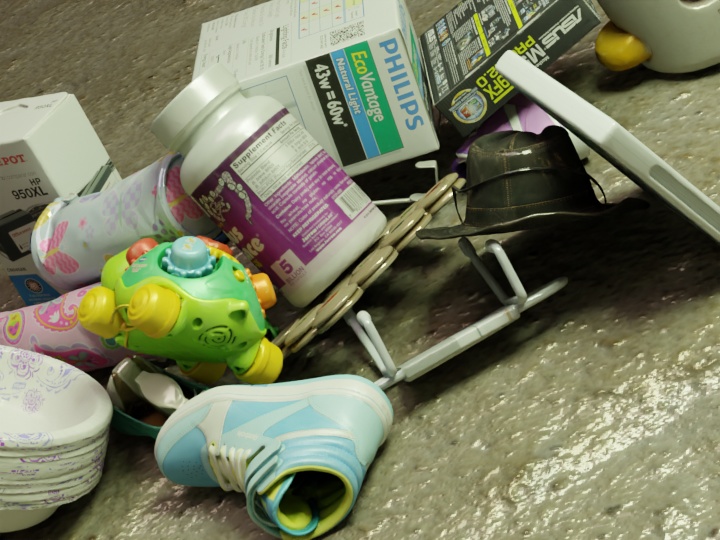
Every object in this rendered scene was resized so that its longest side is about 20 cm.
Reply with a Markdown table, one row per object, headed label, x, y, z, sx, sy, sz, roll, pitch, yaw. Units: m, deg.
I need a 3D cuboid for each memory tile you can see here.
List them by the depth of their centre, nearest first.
| label | x | y | z | sx | sy | sz | roll | pitch | yaw |
| --- | --- | --- | --- | --- | --- | --- | --- | --- | --- |
| memory tile | 0.000 | 0.000 | 1.407 | 0.200 | 0.017 | 0.153 | -47 | 5 | -33 |

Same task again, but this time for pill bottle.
| label | x | y | z | sx | sy | sz | roll | pitch | yaw |
| --- | --- | --- | --- | --- | --- | --- | --- | --- | --- |
| pill bottle | -0.081 | -0.075 | 1.416 | 0.112 | 0.200 | 0.112 | -43 | 2 | 2 |

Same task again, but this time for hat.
| label | x | y | z | sx | sy | sz | roll | pitch | yaw |
| --- | --- | --- | --- | --- | --- | --- | --- | --- | --- |
| hat | 0.130 | -0.073 | 1.325 | 0.199 | 0.081 | 0.201 | -10 | 1 | 0 |

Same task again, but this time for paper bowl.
| label | x | y | z | sx | sy | sz | roll | pitch | yaw |
| --- | --- | --- | --- | --- | --- | --- | --- | --- | --- |
| paper bowl | -0.307 | 0.141 | 1.367 | 0.199 | 0.105 | 0.201 | 12 | 15 | -3 |

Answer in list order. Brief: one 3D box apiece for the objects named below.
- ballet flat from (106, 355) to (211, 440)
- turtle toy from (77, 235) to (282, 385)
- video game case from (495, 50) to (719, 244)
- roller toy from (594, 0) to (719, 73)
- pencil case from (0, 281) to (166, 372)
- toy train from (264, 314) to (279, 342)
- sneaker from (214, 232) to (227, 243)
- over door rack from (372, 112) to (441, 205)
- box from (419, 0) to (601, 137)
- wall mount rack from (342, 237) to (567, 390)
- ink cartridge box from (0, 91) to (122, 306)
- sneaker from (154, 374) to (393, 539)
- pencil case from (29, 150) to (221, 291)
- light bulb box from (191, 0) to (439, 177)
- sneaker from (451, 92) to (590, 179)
| label | x | y | z | sx | sy | sz | roll | pitch | yaw |
| --- | --- | --- | --- | --- | --- | --- | --- | --- | --- |
| ballet flat | -0.170 | 0.105 | 1.396 | 0.067 | 0.071 | 0.200 | -41 | 30 | -23 |
| turtle toy | -0.150 | 0.024 | 1.375 | 0.199 | 0.145 | 0.102 | -1 | 66 | 50 |
| video game case | 0.204 | -0.085 | 1.271 | 0.023 | 0.181 | 0.200 | -51 | 27 | 7 |
| roller toy | 0.307 | -0.275 | 1.533 | 0.182 | 0.140 | 0.200 | -8 | 41 | 46 |
| pencil case | -0.248 | 0.057 | 1.535 | 0.199 | 0.088 | 0.088 | -15 | 30 | 21 |
| toy train | -0.123 | 0.022 | 1.508 | 0.042 | 0.057 | 0.200 | -32 | 28 | -8 |
| sneaker | -0.176 | -0.053 | 1.652 | 0.070 | 0.083 | 0.200 | -8 | 34 | 32 |
| over door rack | -0.012 | -0.079 | 1.572 | 0.199 | 0.067 | 0.148 | -15 | 29 | 12 |
| box | 0.132 | -0.220 | 1.534 | 0.160 | 0.044 | 0.200 | -39 | 21 | 14 |
| wall mount rack | 0.058 | 0.030 | 1.322 | 0.199 | 0.075 | 0.174 | -29 | 0 | -4 |
| ink cartridge box | -0.308 | -0.065 | 1.665 | 0.144 | 0.201 | 0.084 | -5 | 34 | 38 |
| sneaker | -0.081 | 0.147 | 1.238 | 0.199 | 0.080 | 0.131 | -16 | 29 | 24 |
| pencil case | -0.210 | -0.044 | 1.517 | 0.199 | 0.083 | 0.091 | -17 | 63 | 40 |
| light bulb box | -0.042 | -0.174 | 1.553 | 0.199 | 0.125 | 0.199 | -17 | 28 | 8 |
| sneaker | 0.124 | -0.136 | 1.539 | 0.114 | 0.073 | 0.201 | -30 | 28 | 3 |
